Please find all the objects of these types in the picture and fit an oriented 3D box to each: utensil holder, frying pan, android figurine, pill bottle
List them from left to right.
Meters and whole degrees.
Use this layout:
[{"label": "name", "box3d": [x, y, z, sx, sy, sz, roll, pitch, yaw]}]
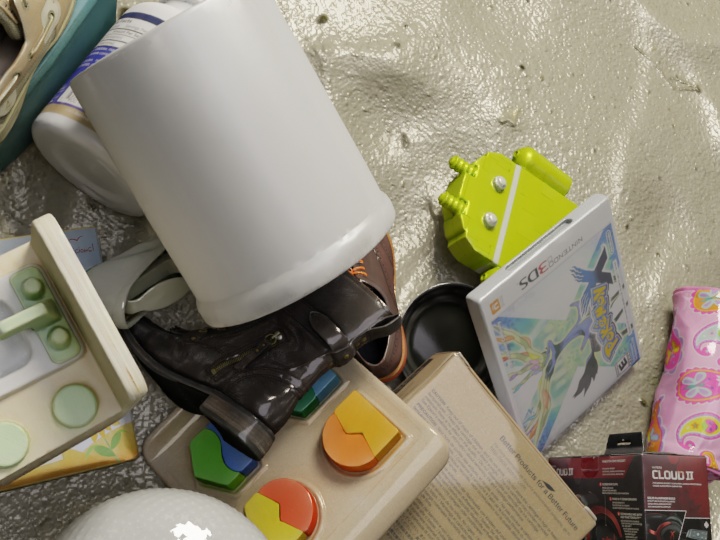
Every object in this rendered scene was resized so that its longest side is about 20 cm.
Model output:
[{"label": "pill bottle", "box3d": [-0.177, -0.158, 0.767, 0.119, 0.120, 0.200, 35, 68, -9]}, {"label": "utensil holder", "box3d": [-0.091, -0.088, 0.652, 0.170, 0.170, 0.201, -36, 108, -24]}, {"label": "frying pan", "box3d": [0.090, 0.107, 0.846, 0.114, 0.031, 0.191, -4, 89, -16]}, {"label": "android figurine", "box3d": [0.160, -0.041, 0.886, 0.200, 0.041, 0.183, 32, 58, -20]}]

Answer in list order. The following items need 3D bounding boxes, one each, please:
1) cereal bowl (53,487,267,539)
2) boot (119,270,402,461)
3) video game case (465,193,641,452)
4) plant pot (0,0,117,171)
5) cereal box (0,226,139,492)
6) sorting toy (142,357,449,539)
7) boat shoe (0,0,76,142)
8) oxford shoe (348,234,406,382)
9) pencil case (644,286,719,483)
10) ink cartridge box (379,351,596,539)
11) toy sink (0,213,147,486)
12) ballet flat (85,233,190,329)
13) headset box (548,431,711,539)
[{"label": "cereal bowl", "box3d": [-0.135, 0.251, 0.601, 0.199, 0.083, 0.201, 4, 77, -17]}, {"label": "boot", "box3d": [-0.085, 0.048, 0.738, 0.200, 0.069, 0.174, 31, 67, 27]}, {"label": "video game case", "box3d": [0.193, 0.057, 0.848, 0.182, 0.022, 0.201, -36, 123, -24]}, {"label": "plant pot", "box3d": [-0.310, -0.175, 0.715, 0.141, 0.141, 0.201, 30, 74, -11]}, {"label": "cereal box", "box3d": [-0.271, 0.072, 0.719, 0.143, 0.040, 0.201, -9, 79, -23]}, {"label": "sorting toy", "box3d": [-0.057, 0.147, 0.723, 0.200, 0.037, 0.185, 40, 76, 23]}, {"label": "boat shoe", "box3d": [-0.253, -0.183, 0.630, 0.072, 0.065, 0.201, 21, 81, -13]}, {"label": "oxford shoe", "box3d": [0.000, 0.000, 0.805, 0.071, 0.073, 0.201, -18, 76, 2]}, {"label": "pencil case", "box3d": [0.351, 0.115, 0.912, 0.087, 0.087, 0.201, 24, 69, -13]}, {"label": "ink cartridge box", "box3d": [0.080, 0.199, 0.782, 0.165, 0.075, 0.200, -40, 93, -13]}, {"label": "toy sink", "box3d": [-0.234, 0.066, 0.603, 0.112, 0.200, 0.131, -29, 88, -25]}, {"label": "ballet flat", "box3d": [-0.149, -0.010, 0.749, 0.070, 0.069, 0.200, 52, 51, -2]}, {"label": "headset box", "box3d": [0.242, 0.249, 0.803, 0.075, 0.149, 0.201, 7, 74, -20]}]
